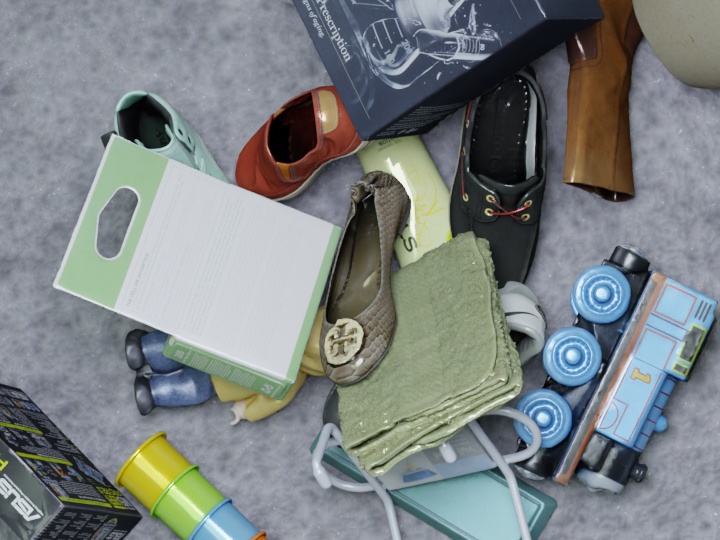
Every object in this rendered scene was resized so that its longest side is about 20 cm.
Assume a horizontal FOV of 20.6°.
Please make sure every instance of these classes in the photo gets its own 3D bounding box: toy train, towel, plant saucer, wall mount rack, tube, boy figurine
[{"bbox_3d":[0.196,0.083,1.554,0.114,0.087,0.201,25,88,6],"label":"toy train"},{"bbox_3d":[0.047,0.061,1.505,0.148,0.037,0.200,-27,36,13],"label":"towel"},{"bbox_3d":[0.056,0.166,1.602,0.199,0.019,0.070,30,87,15],"label":"plant saucer"},{"bbox_3d":[0.057,0.180,1.541,0.199,0.174,0.075,-15,37,30],"label":"wall mount rack"},{"bbox_3d":[0.041,-0.067,1.629,0.058,0.052,0.201,-29,82,39],"label":"tube"},{"bbox_3d":[-0.091,0.061,1.619,0.199,0.064,0.125,-12,100,7],"label":"boy figurine"}]

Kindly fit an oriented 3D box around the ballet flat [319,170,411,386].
[{"bbox_3d":[0.000,0.000,1.537,0.067,0.046,0.201,-11,47,29],"label":"ballet flat"}]

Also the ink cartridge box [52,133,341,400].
[{"bbox_3d":[-0.127,-0.002,1.550,0.199,0.048,0.146,21,62,-8],"label":"ink cartridge box"}]

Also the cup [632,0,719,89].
[{"bbox_3d":[0.297,-0.219,1.544,0.143,0.200,0.201,-30,75,31],"label":"cup"}]

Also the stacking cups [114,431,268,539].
[{"bbox_3d":[-0.109,0.219,1.611,0.200,0.061,0.061,42,90,10],"label":"stacking cups"}]

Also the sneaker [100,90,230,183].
[{"bbox_3d":[-0.142,-0.057,1.627,0.074,0.118,0.201,-34,77,2],"label":"sneaker"}]

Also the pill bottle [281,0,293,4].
[{"bbox_3d":[0.021,-0.226,1.625,0.199,0.111,0.112,27,87,15],"label":"pill bottle"}]

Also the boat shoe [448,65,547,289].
[{"bbox_3d":[0.110,-0.068,1.571,0.073,0.063,0.203,1,106,-3],"label":"boat shoe"}]

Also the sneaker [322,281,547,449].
[{"bbox_3d":[0.057,0.083,1.553,0.200,0.089,0.074,-34,109,6],"label":"sneaker"}]

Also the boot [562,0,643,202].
[{"bbox_3d":[0.165,-0.165,1.555,0.068,0.188,0.201,1,79,28],"label":"boot"}]

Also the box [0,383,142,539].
[{"bbox_3d":[-0.268,0.152,1.575,0.160,0.200,0.044,44,91,14],"label":"box"}]

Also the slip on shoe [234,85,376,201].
[{"bbox_3d":[-0.056,-0.104,1.594,0.061,0.200,0.075,-2,79,-31],"label":"slip on shoe"}]

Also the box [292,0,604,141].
[{"bbox_3d":[0.048,-0.228,1.481,0.182,0.104,0.201,-32,80,30],"label":"box"}]
